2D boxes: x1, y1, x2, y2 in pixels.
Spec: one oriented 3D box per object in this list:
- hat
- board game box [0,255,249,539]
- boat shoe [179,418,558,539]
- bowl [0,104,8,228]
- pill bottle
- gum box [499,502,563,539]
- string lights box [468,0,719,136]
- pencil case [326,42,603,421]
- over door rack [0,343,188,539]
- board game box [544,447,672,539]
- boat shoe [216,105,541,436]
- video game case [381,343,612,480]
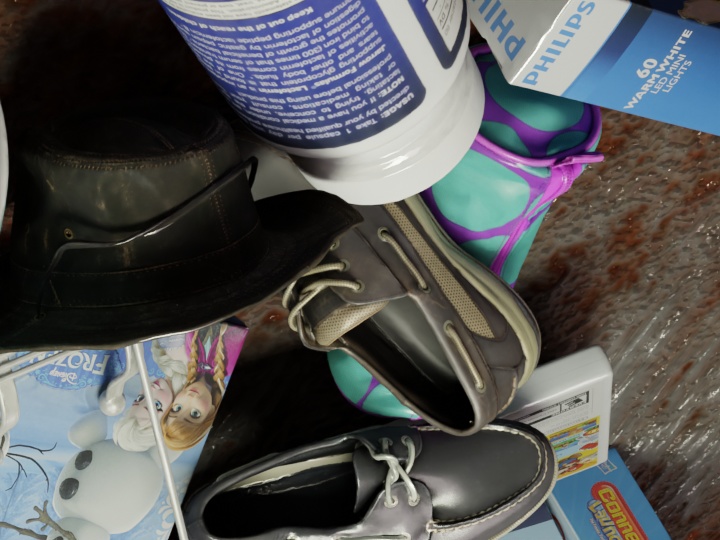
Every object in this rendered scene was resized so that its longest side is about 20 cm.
[{"bbox_3d":[-0.103,-0.028,1.021,0.200,0.201,0.081,-20,107,-12],"label":"hat"},{"bbox_3d":[-0.173,0.095,1.167,0.199,0.043,0.200,12,105,-41],"label":"board game box"},{"bbox_3d":[0.006,0.115,1.222,0.199,0.073,0.063,-11,165,-5],"label":"boat shoe"},{"bbox_3d":[-0.226,-0.021,0.960,0.200,0.201,0.105,-27,164,-2],"label":"bowl"},{"bbox_3d":[-0.020,-0.118,1.016,0.115,0.116,0.200,-30,143,2],"label":"pill bottle"},{"bbox_3d":[0.030,0.233,1.504,0.169,0.045,0.200,-14,147,-19],"label":"gum box"},{"bbox_3d":[0.133,-0.121,1.123,0.199,0.103,0.059,10,130,-41],"label":"string lights box"},{"bbox_3d":[0.050,-0.014,1.201,0.085,0.093,0.200,-13,142,-33],"label":"pencil case"},{"bbox_3d":[-0.151,0.112,1.105,0.147,0.067,0.201,-23,102,-29],"label":"over door rack"},{"bbox_3d":[0.163,0.249,1.497,0.056,0.200,0.196,-15,142,-20],"label":"board game box"},{"bbox_3d":[0.000,0.000,1.128,0.200,0.073,0.074,38,129,-9],"label":"boat shoe"},{"bbox_3d":[0.045,0.110,1.350,0.199,0.023,0.182,-21,160,-3],"label":"video game case"}]
